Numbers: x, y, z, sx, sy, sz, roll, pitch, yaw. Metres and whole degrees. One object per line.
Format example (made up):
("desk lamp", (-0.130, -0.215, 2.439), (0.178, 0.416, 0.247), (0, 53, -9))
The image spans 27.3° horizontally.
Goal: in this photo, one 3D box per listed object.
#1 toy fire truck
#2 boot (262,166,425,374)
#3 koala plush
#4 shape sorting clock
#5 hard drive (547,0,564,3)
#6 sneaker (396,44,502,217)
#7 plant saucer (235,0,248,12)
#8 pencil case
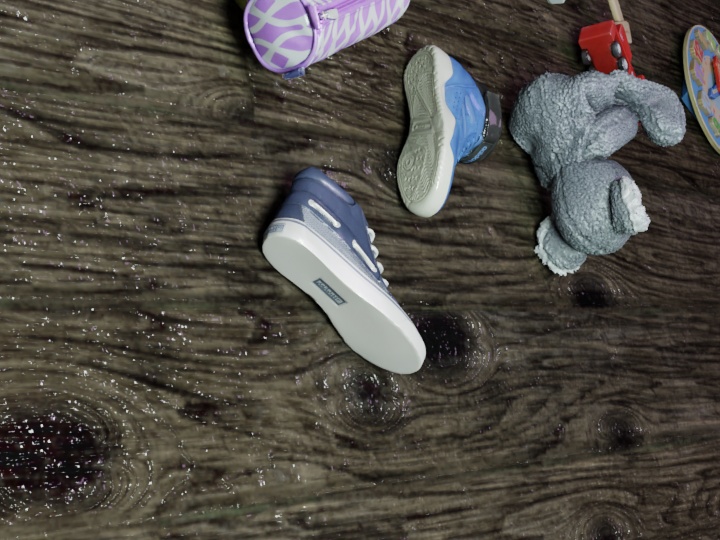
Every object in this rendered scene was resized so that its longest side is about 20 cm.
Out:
("toy fire truck", (0.323, -0.299, 1.902), (0.201, 0.048, 0.142), (59, 34, -33))
("boot", (0.000, 0.000, 1.332), (0.200, 0.072, 0.091), (47, 47, -28))
("koala plush", (0.254, -0.105, 1.655), (0.183, 0.177, 0.202), (17, 61, -35))
("shape sorting clock", (0.522, -0.264, 2.182), (0.199, 0.039, 0.202), (27, 54, -44))
("hard drive", (0.259, -0.452, 1.891), (0.201, 0.026, 0.133), (-67, 151, -43))
("sneaker", (0.099, -0.128, 1.520), (0.111, 0.077, 0.202), (27, 47, -32))
("plant saucer", (-0.082, -0.300, 1.401), (0.199, 0.031, 0.202), (28, 53, -43))
("pencil case", (-0.026, -0.241, 1.349), (0.085, 0.085, 0.200), (62, 35, -9))
